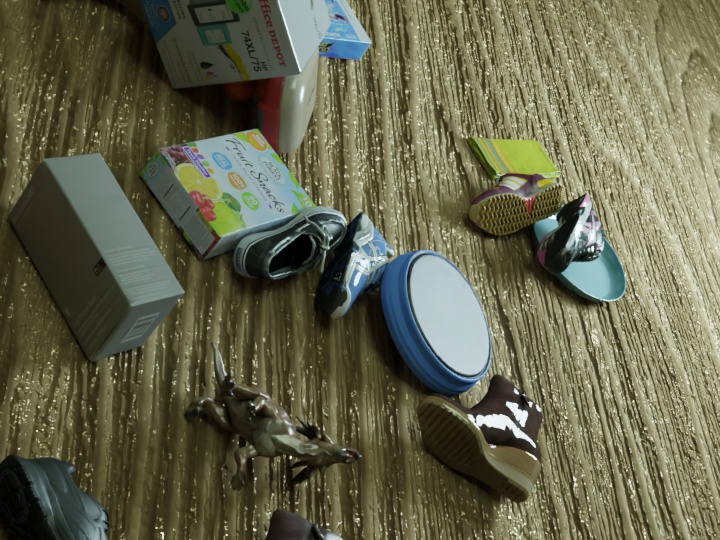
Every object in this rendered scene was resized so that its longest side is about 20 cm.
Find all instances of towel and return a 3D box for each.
[{"bbox_3d":[0.267,-0.195,2.215,0.199,0.018,0.087,-5,58,-48],"label":"towel"}]

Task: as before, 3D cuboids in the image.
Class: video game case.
[{"bbox_3d":[-0.099,-0.425,2.062,0.198,0.045,0.182,-4,55,-47],"label":"video game case"}]

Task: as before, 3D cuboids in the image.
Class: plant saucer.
[{"bbox_3d":[0.354,-0.025,2.118,0.199,0.027,0.202,27,38,-23],"label":"plant saucer"}]

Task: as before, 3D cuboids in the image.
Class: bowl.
[{"bbox_3d":[0.106,0.065,1.719,0.200,0.039,0.203,34,41,-37],"label":"bowl"}]

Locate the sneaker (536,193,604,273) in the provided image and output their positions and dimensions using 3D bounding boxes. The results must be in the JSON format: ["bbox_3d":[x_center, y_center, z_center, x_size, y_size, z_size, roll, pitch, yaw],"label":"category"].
[{"bbox_3d":[0.350,-0.046,2.050,0.087,0.080,0.200,50,40,-9],"label":"sneaker"}]

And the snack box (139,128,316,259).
[{"bbox_3d":[-0.167,-0.102,1.653,0.143,0.053,0.199,54,36,12],"label":"snack box"}]

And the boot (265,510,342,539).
[{"bbox_3d":[-0.097,0.303,1.300,0.199,0.073,0.167,30,25,-16],"label":"boot"}]

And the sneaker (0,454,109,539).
[{"bbox_3d":[-0.261,0.253,1.178,0.090,0.076,0.202,2,54,-53],"label":"sneaker"}]

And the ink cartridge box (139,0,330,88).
[{"bbox_3d":[-0.165,-0.352,1.737,0.147,0.197,0.148,-65,145,-48],"label":"ink cartridge box"}]

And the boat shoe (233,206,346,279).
[{"bbox_3d":[-0.072,-0.033,1.639,0.067,0.075,0.198,14,19,36],"label":"boat shoe"}]

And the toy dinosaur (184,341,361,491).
[{"bbox_3d":[-0.104,0.169,1.418,0.135,0.086,0.200,10,29,-52],"label":"toy dinosaur"}]

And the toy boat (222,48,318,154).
[{"bbox_3d":[-0.131,-0.261,1.818,0.129,0.132,0.201,10,39,3],"label":"toy boat"}]

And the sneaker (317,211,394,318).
[{"bbox_3d":[0.000,0.000,1.693,0.077,0.076,0.201,40,36,-13],"label":"sneaker"}]

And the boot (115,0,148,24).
[{"bbox_3d":[-0.362,-0.396,1.747,0.200,0.072,0.154,46,36,5],"label":"boot"}]

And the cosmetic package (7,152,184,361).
[{"bbox_3d":[-0.289,-0.018,1.398,0.090,0.107,0.201,-17,64,-51],"label":"cosmetic package"}]

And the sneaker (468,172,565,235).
[{"bbox_3d":[0.233,-0.111,2.060,0.198,0.076,0.090,-11,29,-37],"label":"sneaker"}]

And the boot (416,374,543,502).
[{"bbox_3d":[0.157,0.191,1.664,0.200,0.072,0.167,42,33,-15],"label":"boot"}]
